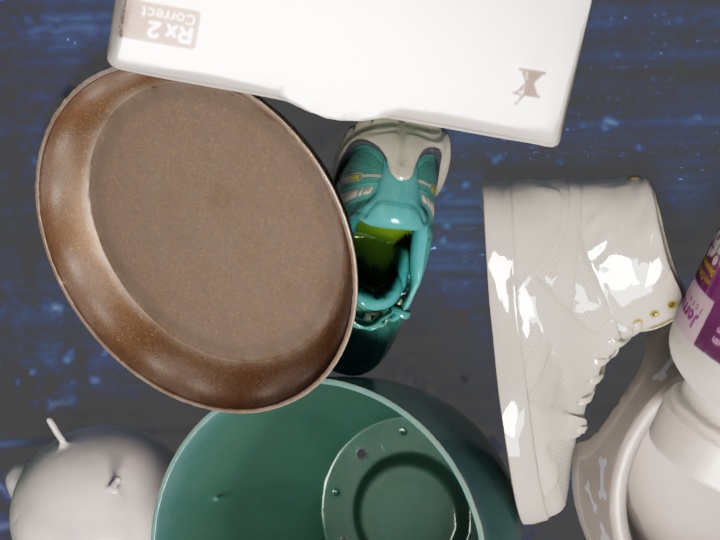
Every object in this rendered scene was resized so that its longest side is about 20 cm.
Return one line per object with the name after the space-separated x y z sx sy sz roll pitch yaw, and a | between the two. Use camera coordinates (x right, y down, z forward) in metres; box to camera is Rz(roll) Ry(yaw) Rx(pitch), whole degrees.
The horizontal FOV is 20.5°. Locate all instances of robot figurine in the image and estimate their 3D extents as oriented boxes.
-0.152 0.175 1.228 0.169 0.113 0.201 22 141 28 | robot figurine

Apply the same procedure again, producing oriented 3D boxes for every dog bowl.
0.225 0.122 1.152 0.198 0.059 0.202 -1 103 -5 | dog bowl

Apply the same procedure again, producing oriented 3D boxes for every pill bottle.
0.229 0.017 1.039 0.112 0.112 0.201 19 107 -17 | pill bottle

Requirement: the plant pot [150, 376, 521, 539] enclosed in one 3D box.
0.003 0.153 1.149 0.199 0.161 0.202 1 94 21 | plant pot

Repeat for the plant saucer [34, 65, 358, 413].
-0.083 -0.020 1.051 0.199 0.032 0.202 15 122 25 | plant saucer

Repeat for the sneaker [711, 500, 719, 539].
0.242 0.180 1.269 0.099 0.078 0.201 -9 138 -7 | sneaker

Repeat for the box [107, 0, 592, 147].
0.005 -0.179 0.848 0.197 0.131 0.201 9 112 -9 | box

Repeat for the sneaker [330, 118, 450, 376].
0.000 0.000 1.081 0.077 0.080 0.201 6 143 -5 | sneaker

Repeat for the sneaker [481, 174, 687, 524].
0.130 0.045 1.101 0.115 0.074 0.202 -5 109 2 | sneaker
